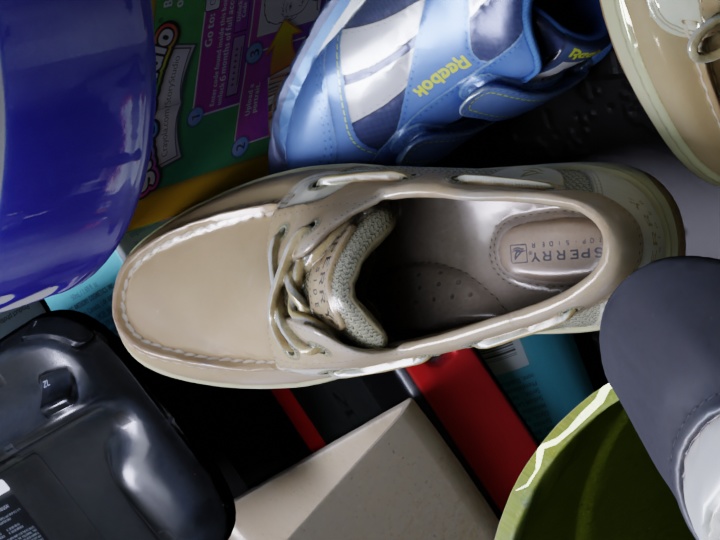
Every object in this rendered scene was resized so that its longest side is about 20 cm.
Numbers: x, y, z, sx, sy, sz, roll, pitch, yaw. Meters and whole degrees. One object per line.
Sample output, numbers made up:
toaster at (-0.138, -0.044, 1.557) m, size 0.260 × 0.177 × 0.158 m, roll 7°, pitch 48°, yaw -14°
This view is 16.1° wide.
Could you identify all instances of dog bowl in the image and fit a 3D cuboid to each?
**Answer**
dog bowl at (-0.152, -0.079, 0.820) m, size 0.200 × 0.079 × 0.201 m, roll 24°, pitch 121°, yaw 47°

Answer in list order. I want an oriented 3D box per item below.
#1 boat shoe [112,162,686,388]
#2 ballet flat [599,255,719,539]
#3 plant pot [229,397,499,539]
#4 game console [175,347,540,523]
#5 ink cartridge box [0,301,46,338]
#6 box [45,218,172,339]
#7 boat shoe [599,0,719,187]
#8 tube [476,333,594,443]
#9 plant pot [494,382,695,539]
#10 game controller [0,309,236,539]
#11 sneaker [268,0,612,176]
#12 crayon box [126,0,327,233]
boat shoe at (0.000, 0.000, 0.811) m, size 0.200 × 0.065 × 0.072 m, roll -6°, pitch 89°, yaw 26°
ballet flat at (0.126, 0.069, 0.545) m, size 0.200 × 0.073 × 0.073 m, roll 37°, pitch 127°, yaw 14°
plant pot at (-0.018, 0.193, 0.877) m, size 0.177 × 0.200 × 0.200 m, roll 46°, pitch 153°, yaw -5°
game console at (0.020, 0.090, 0.927) m, size 0.200 × 0.031 × 0.177 m, roll 57°, pitch 153°, yaw -1°
ink cartridge box at (-0.174, 0.091, 1.054) m, size 0.146 × 0.083 × 0.200 m, roll -29°, pitch 93°, yaw 39°
box at (-0.112, -0.068, 0.940) m, size 0.049 × 0.082 × 0.200 m, roll -29°, pitch 93°, yaw 40°
boat shoe at (0.111, -0.118, 0.758) m, size 0.063 × 0.073 × 0.200 m, roll 17°, pitch 124°, yaw 58°
tube at (0.065, 0.070, 0.907) m, size 0.077 × 0.050 × 0.200 m, roll -2°, pitch 114°, yaw 49°
plant pot at (0.168, 0.074, 0.687) m, size 0.200 × 0.193 × 0.201 m, roll 15°, pitch 119°, yaw 28°
game controller at (-0.127, 0.085, 0.937) m, size 0.104 × 0.042 × 0.200 m, roll 47°, pitch 138°, yaw -13°
sneaker at (0.033, -0.074, 0.844) m, size 0.082 × 0.074 × 0.200 m, roll 38°, pitch 128°, yaw 12°
crayon box at (-0.053, -0.119, 0.846) m, size 0.058 × 0.119 × 0.200 m, roll 32°, pitch 126°, yaw 34°
